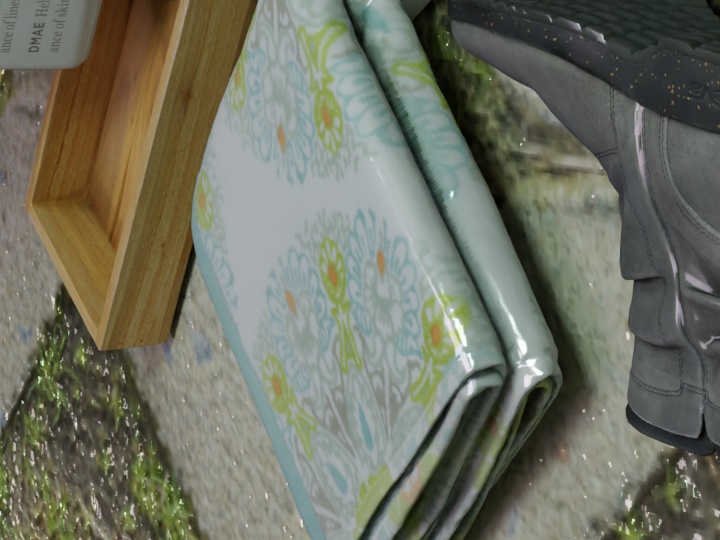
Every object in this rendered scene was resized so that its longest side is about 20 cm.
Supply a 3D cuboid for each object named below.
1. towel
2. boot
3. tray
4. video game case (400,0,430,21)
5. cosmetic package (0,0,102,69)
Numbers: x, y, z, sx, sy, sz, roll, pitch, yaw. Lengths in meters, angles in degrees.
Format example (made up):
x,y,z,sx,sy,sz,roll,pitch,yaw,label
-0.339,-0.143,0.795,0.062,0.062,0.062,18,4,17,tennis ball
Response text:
x,y,z,sx,sy,sz,roll,pitch,yaw,label
0.000,0.000,1.033,0.200,0.048,0.171,66,151,26,towel
0.085,-0.016,0.863,0.200,0.070,0.132,-147,51,-61,boot
-0.093,-0.074,1.215,0.099,0.037,0.200,58,143,40,tray
0.033,-0.191,0.974,0.200,0.018,0.143,-44,56,56,video game case
-0.205,-0.191,1.150,0.165,0.200,0.165,110,153,-52,cosmetic package
